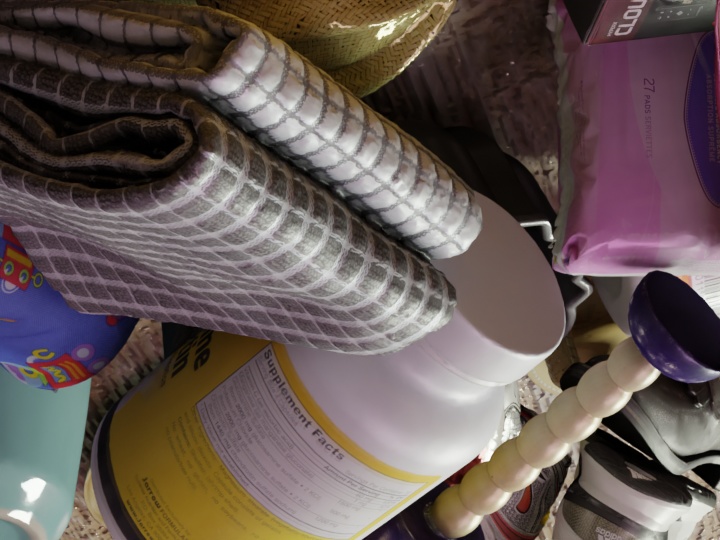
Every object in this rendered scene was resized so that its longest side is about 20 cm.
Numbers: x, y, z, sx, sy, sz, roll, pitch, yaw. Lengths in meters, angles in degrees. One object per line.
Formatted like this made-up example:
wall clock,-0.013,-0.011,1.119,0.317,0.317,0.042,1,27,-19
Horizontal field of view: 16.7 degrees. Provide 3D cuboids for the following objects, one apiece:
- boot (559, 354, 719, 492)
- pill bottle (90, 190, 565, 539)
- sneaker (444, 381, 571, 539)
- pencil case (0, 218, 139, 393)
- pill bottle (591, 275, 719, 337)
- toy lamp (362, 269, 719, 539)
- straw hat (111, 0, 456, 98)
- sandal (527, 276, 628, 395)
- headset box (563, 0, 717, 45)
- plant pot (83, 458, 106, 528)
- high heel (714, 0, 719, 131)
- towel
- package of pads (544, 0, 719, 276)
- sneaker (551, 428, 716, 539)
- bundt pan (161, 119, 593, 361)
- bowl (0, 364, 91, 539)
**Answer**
boot,0.195,0.019,1.229,0.174,0.069,0.200,-57,146,5
pill bottle,-0.013,0.052,1.012,0.112,0.112,0.200,13,139,-43
sneaker,0.054,0.080,1.156,0.082,0.078,0.200,-35,154,-19
pencil case,-0.172,-0.011,1.010,0.087,0.078,0.200,-3,161,31
pill bottle,0.203,-0.044,1.122,0.200,0.112,0.112,-14,151,-7
toy lamp,0.068,0.078,1.036,0.058,0.058,0.200,16,131,-45
straw hat,-0.015,-0.110,0.915,0.201,0.085,0.201,-13,150,-8
sandal,0.129,0.046,1.277,0.078,0.070,0.212,-16,151,-3
headset box,0.165,-0.164,0.929,0.200,0.077,0.149,-7,149,-16
plant pot,-0.050,0.086,1.295,0.200,0.027,0.200,-14,152,-8
high heel,0.152,-0.018,0.929,0.096,0.067,0.200,5,102,-46
towel,-0.078,-0.035,0.909,0.200,0.086,0.166,9,166,39
package of pads,0.176,-0.057,1.027,0.200,0.121,0.076,0,174,-4
sneaker,0.115,0.144,1.217,0.115,0.076,0.200,-62,168,3
bundt pan,0.000,0.000,1.122,0.202,0.076,0.202,-13,151,-7
bowl,-0.211,0.093,1.139,0.201,0.105,0.201,-14,150,-8
